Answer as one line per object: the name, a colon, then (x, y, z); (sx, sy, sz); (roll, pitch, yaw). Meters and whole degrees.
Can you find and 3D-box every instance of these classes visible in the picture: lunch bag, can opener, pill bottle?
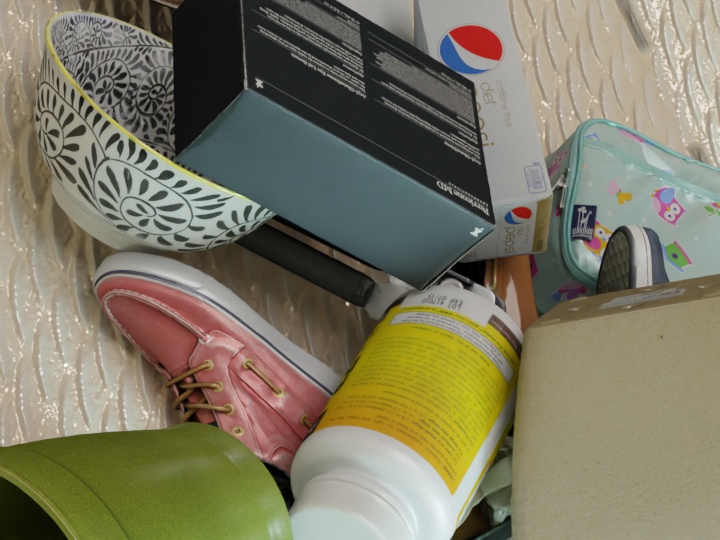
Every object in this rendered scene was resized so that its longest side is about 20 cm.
lunch bag: (0.215, -0.018, 1.830); (0.200, 0.077, 0.161); (24, 56, -18)
can opener: (0.000, 0.000, 1.687); (0.200, 0.066, 0.053); (26, 87, 6)
pill bottle: (0.027, 0.108, 1.577); (0.109, 0.109, 0.200); (39, 47, -7)

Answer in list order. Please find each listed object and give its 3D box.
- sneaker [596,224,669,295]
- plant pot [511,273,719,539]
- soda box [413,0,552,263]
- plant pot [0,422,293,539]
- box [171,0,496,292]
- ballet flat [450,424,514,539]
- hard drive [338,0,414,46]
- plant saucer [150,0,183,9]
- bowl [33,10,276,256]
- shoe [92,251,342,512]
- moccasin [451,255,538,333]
sneaker: (0.243, 0.051, 1.738); (0.146, 0.077, 0.203); (-12, 114, -9)
plant pot: (0.196, 0.101, 1.605); (0.200, 0.199, 0.177); (-23, 102, -74)
soda box: (0.082, -0.106, 1.724); (0.064, 0.068, 0.200); (-7, 55, -4)
plant pot: (-0.145, 0.176, 1.462); (0.193, 0.200, 0.201); (-20, 76, -48)
box: (-0.018, -0.094, 1.586); (0.200, 0.079, 0.141); (28, 34, -29)
ballet flat: (0.075, 0.153, 1.663); (0.200, 0.068, 0.068); (-32, 85, -38)
hard drive: (-0.028, -0.165, 1.730); (0.200, 0.025, 0.132); (4, 78, -56)
plant saucer: (-0.128, -0.258, 1.747); (0.200, 0.037, 0.201); (12, 60, -23)
bowl: (-0.139, -0.071, 1.621); (0.201, 0.094, 0.201); (31, 21, -13)
shoe: (-0.093, 0.074, 1.604); (0.200, 0.071, 0.091); (35, 48, -15)
moccasin: (0.071, -0.021, 1.757); (0.078, 0.074, 0.202); (6, 72, -37)
